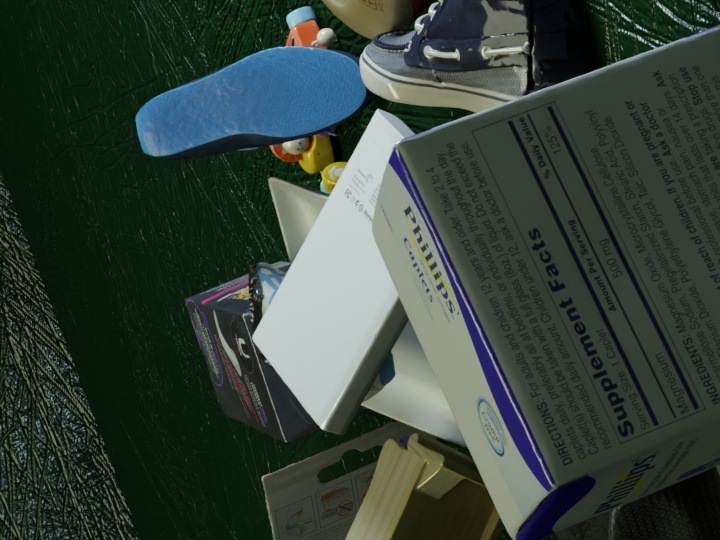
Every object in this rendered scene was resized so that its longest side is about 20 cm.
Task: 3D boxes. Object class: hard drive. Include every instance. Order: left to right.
[{"bbox_3d":[0.000,0.000,1.649,0.201,0.027,0.132,-61,37,15],"label":"hard drive"}]

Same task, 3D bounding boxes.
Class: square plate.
[{"bbox_3d":[0.017,0.028,1.759,0.200,0.028,0.199,18,130,51],"label":"square plate"}]

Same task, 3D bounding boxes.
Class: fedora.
[{"bbox_3d":[0.169,0.141,1.341,0.201,0.091,0.202,160,90,-74],"label":"fedora"}]

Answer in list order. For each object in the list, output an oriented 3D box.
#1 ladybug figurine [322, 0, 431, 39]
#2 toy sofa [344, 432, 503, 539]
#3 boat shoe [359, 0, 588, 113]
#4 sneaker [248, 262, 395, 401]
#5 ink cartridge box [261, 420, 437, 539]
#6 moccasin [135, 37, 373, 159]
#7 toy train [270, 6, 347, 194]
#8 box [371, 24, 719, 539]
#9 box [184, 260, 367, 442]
[{"bbox_3d":[0.002,-0.230,1.506,0.200,0.072,0.136,-126,22,-46],"label":"ladybug figurine"},{"bbox_3d":[0.036,0.229,1.712,0.201,0.083,0.098,-65,24,-3],"label":"toy sofa"},{"bbox_3d":[0.066,-0.149,1.380,0.200,0.074,0.093,17,121,50],"label":"boat shoe"},{"bbox_3d":[-0.036,0.049,1.775,0.200,0.072,0.072,-136,39,-55],"label":"sneaker"},{"bbox_3d":[-0.006,0.211,1.889,0.050,0.160,0.201,42,148,52],"label":"ink cartridge box"},{"bbox_3d":[-0.077,-0.133,1.753,0.068,0.199,0.081,-3,-93,-65],"label":"moccasin"},{"bbox_3d":[-0.034,-0.098,1.813,0.150,0.055,0.201,133,117,-73],"label":"toy train"},{"bbox_3d":[0.132,0.005,1.112,0.105,0.199,0.185,110,138,-67],"label":"box"},{"bbox_3d":[-0.068,0.068,2.024,0.200,0.106,0.123,12,122,71],"label":"box"}]
